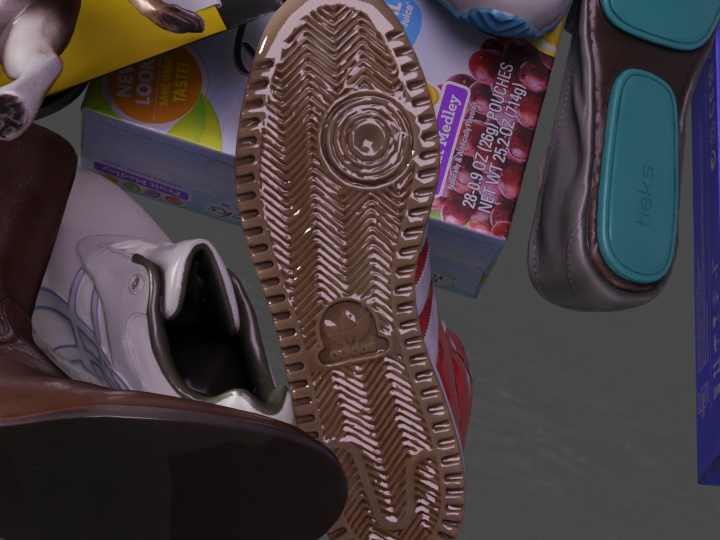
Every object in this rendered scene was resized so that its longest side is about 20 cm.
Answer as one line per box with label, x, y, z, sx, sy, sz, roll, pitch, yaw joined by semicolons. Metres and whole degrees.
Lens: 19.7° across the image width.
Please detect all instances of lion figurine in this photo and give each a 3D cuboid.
lion figurine;-0.151;-0.077;0.676;0.199;0.123;0.073;-7;109;-3

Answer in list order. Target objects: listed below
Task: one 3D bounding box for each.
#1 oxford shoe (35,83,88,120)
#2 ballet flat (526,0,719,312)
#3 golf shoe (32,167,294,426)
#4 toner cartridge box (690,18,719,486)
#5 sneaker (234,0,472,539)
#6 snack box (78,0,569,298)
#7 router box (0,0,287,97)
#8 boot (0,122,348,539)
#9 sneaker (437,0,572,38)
oxford shoe;-0.199;-0.105;0.791;0.200;0.084;0.073;13;65;-4
ballet flat;0.101;-0.080;0.821;0.067;0.064;0.200;19;74;-27
golf shoe;-0.068;0.014;0.731;0.078;0.097;0.200;-5;44;-32
toner cartridge box;0.182;-0.012;0.824;0.095;0.043;0.200;6;67;-5
sneaker;0.000;0.000;0.742;0.071;0.112;0.201;-6;94;3
snack box;-0.003;-0.109;0.826;0.168;0.068;0.200;18;65;-1
router box;-0.125;-0.163;0.721;0.149;0.051;0.200;-19;102;12
boot;-0.099;0.009;0.660;0.186;0.064;0.200;4;34;-5
sneaker;0.067;-0.183;0.788;0.076;0.081;0.200;14;67;-8
